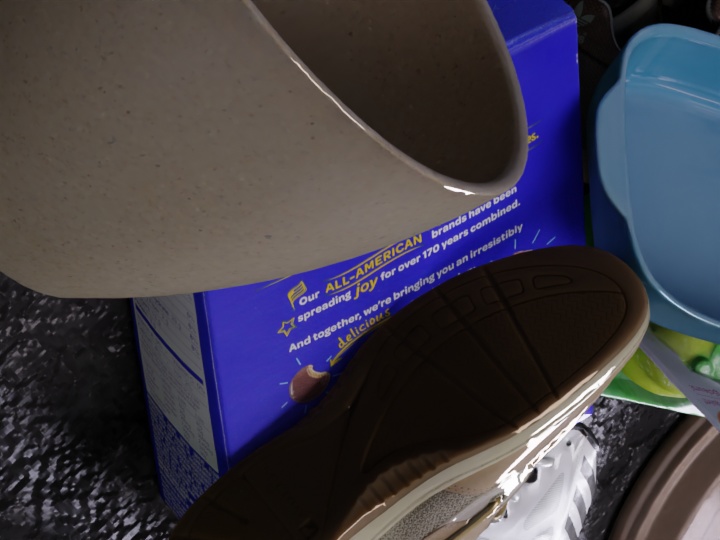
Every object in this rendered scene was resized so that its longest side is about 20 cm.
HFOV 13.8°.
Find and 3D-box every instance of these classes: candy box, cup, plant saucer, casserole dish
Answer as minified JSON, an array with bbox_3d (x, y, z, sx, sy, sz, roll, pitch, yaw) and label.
[{"bbox_3d":[0.000,0.000,1.104,0.169,0.077,0.200,-27,136,-23],"label":"candy box"},{"bbox_3d":[-0.064,-0.072,0.925,0.143,0.201,0.200,-34,145,21],"label":"cup"},{"bbox_3d":[0.196,0.122,1.420,0.200,0.029,0.201,-25,133,-29],"label":"plant saucer"},{"bbox_3d":[0.156,-0.020,1.126,0.200,0.122,0.039,15,152,-34],"label":"casserole dish"}]

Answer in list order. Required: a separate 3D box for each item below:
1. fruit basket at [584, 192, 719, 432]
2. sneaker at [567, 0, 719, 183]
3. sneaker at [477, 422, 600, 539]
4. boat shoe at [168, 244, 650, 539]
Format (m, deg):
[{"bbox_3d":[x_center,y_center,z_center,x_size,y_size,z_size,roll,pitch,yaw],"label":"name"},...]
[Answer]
[{"bbox_3d":[0.171,0.040,1.199,0.185,0.200,0.094,14,111,-47],"label":"fruit basket"},{"bbox_3d":[0.156,-0.087,1.189,0.200,0.070,0.076,-16,125,-36],"label":"sneaker"},{"bbox_3d":[0.028,0.097,1.224,0.200,0.076,0.116,7,106,-54],"label":"sneaker"},{"bbox_3d":[0.023,0.067,1.068,0.200,0.072,0.065,-39,144,0],"label":"boat shoe"}]
